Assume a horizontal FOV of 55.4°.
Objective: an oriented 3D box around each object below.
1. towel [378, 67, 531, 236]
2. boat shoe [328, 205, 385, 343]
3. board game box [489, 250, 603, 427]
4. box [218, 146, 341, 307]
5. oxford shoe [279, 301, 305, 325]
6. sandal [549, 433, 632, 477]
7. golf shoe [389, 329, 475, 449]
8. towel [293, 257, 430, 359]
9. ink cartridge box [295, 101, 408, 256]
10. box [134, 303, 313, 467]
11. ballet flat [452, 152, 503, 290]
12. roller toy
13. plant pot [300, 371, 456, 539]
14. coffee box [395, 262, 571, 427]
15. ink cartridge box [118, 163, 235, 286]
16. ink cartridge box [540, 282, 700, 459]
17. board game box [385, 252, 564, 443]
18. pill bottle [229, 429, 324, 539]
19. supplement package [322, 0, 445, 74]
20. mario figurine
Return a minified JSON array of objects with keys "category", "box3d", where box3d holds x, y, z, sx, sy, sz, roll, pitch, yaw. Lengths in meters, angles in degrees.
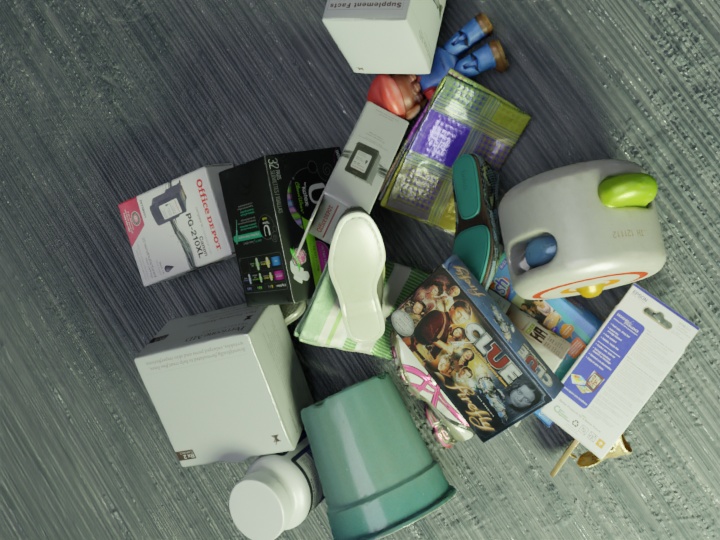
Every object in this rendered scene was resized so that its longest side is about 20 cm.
[{"category":"towel","box3d":[0.126,-0.150,0.928,0.141,0.023,0.202,23,112,-17]},{"category":"boat shoe","box3d":[-0.003,0.000,0.872,0.070,0.061,0.205,-6,129,0]},{"category":"board game box","box3d":[0.234,0.089,0.946,0.200,0.045,0.153,42,114,12]},{"category":"box","box3d":[-0.098,-0.063,1.001,0.123,0.147,0.205,-7,97,46]},{"category":"oxford shoe","box3d":[-0.166,0.098,1.129,0.198,0.076,0.058,-32,129,18]},{"category":"sandal","box3d":[0.333,0.210,0.904,0.069,0.077,0.214,34,106,21]},{"category":"golf shoe","box3d":[0.112,0.158,0.993,0.091,0.073,0.202,-28,106,12]},{"category":"towel","box3d":[0.018,0.053,0.976,0.155,0.197,0.023,-63,32,19]},{"category":"ink cartridge box","box3d":[-0.011,-0.107,0.915,0.066,0.203,0.116,25,154,-4]},{"category":"box","box3d":[-0.202,0.171,1.052,0.195,0.131,0.204,-12,110,16]},{"category":"ballet flat","box3d":[0.157,-0.052,0.882,0.073,0.074,0.205,-4,74,25]},{"category":"roller toy","box3d":[0.264,-0.037,0.825,0.179,0.200,0.143,-13,78,18]},{"category":"plant pot","box3d":[0.012,0.270,1.008,0.198,0.199,0.199,-29,80,26]},{"category":"coffee box","box3d":[0.161,0.092,0.911,0.199,0.080,0.114,36,113,16]},{"category":"ink cartridge box","box3d":[-0.284,-0.075,1.134,0.197,0.084,0.148,-17,92,26]},{"category":"ink cartridge box","box3d":[0.322,0.126,0.859,0.094,0.037,0.202,37,101,19]},{"category":"board game box","box3d":[0.134,0.098,0.839,0.201,0.034,0.136,51,135,9]},{"category":"pill bottle","box3d":[-0.109,0.324,1.059,0.113,0.199,0.119,4,101,24]},{"category":"supplement package","box3d":[0.043,-0.371,0.875,0.115,0.117,0.204,8,77,22]},{"category":"mario figurine","box3d":[0.100,-0.266,0.945,0.197,0.106,0.125,-25,45,17]}]
